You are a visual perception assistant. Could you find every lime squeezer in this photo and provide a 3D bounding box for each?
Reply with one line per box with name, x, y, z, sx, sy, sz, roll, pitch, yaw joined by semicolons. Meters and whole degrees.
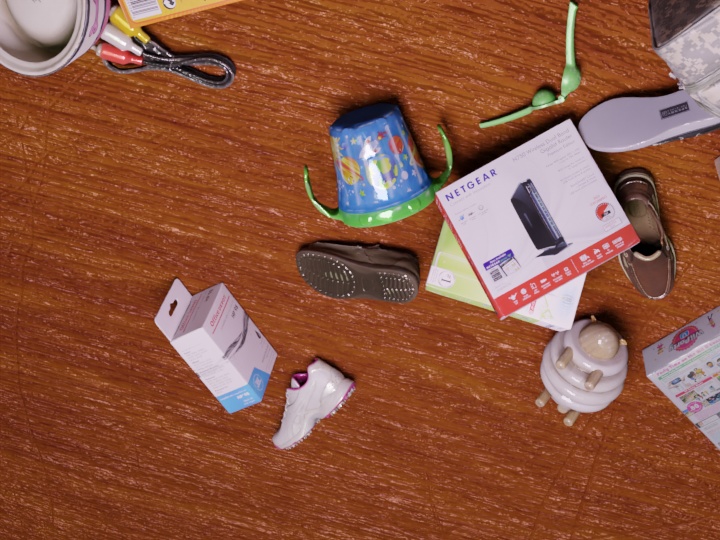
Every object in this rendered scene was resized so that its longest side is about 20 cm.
lime squeezer;0.231;-0.233;1.217;0.070;0.038;0.200;30;126;-10

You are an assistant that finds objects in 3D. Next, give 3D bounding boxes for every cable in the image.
cable;-0.267;-0.275;1.276;0.198;0.051;0.098;27;124;-7

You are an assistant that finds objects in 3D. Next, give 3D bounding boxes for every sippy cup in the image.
sippy cup;0.021;-0.144;1.273;0.139;0.177;0.132;14;128;54

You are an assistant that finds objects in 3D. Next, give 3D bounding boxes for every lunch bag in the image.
lunch bag;0.417;-0.253;1.065;0.167;0.201;0.139;41;123;-17

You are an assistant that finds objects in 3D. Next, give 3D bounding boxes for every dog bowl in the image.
dog bowl;-0.399;-0.348;1.207;0.198;0.074;0.202;9;113;22

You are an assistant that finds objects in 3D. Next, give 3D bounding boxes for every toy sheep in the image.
toy sheep;0.322;0.147;1.414;0.136;0.139;0.201;18;138;-2

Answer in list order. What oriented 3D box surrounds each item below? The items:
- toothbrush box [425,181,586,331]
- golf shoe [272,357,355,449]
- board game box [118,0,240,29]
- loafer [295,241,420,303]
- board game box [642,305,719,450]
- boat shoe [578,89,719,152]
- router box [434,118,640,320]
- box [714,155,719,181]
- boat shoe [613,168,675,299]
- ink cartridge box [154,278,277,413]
toothbrush box;0.200;-0.017;1.295;0.198;0.086;0.147;18;86;4
golf shoe;-0.093;0.218;1.592;0.091;0.075;0.200;44;121;-2
board game box;-0.174;-0.417;1.064;0.198;0.201;0.202;-8;123;17
loafer;0.000;0.000;1.415;0.198;0.068;0.077;14;125;21
board game box;0.535;0.162;1.424;0.147;0.065;0.200;-36;114;29
boat shoe;0.374;-0.184;1.209;0.198;0.069;0.057;-11;161;24
router box;0.221;-0.063;1.231;0.199;0.049;0.181;-29;83;-1
box;0.544;-0.148;1.182;0.078;0.095;0.200;40;121;-17
boat shoe;0.380;-0.033;1.307;0.074;0.075;0.204;-14;121;20
ink cartridge box;-0.220;0.106;1.499;0.066;0.116;0.201;-22;119;24
